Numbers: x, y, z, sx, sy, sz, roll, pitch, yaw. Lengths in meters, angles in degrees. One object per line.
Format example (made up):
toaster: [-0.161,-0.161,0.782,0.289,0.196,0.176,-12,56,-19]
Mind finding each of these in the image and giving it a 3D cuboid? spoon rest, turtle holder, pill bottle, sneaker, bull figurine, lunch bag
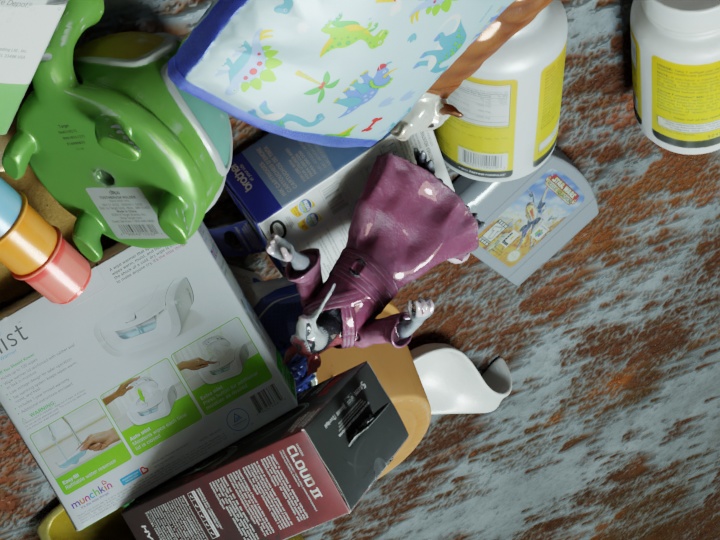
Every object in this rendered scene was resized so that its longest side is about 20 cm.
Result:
spoon rest: [0.102,0.122,1.702,0.200,0.061,0.099,7,128,-49]
turtle holder: [-0.171,-0.108,1.086,0.141,0.185,0.132,-32,-156,50]
pill bottle: [0.112,-0.174,1.280,0.112,0.112,0.200,-26,147,-16]
sneaker: [-0.059,0.103,1.335,0.080,0.115,0.200,-14,141,-28]
bull figurine: [0.063,-0.178,1.152,0.121,0.065,0.200,9,138,-42]
lunch bag: [-0.016,-0.174,0.998,0.170,0.128,0.200,-47,162,24]
pill bottle: [0.304,-0.207,1.422,0.114,0.114,0.200,-32,148,-8]

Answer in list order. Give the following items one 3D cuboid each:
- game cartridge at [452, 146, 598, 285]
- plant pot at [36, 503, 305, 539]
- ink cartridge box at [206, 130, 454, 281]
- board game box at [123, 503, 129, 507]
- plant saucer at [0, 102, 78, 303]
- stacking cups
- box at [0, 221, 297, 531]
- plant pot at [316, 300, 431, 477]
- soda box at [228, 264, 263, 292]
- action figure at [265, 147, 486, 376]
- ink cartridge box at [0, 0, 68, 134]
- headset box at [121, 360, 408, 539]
game cartridge: [0.160,-0.062,1.545,0.133,0.042,0.200,-40,148,13]
plant pot: [-0.156,0.276,1.538,0.195,0.194,0.200,-41,157,6]
ink cartridge box: [-0.031,-0.067,1.312,0.200,0.076,0.137,-36,149,-5]
board game box: [-0.162,0.117,1.343,0.104,0.023,0.201,4,112,4]
plant saucer: [-0.271,-0.036,1.158,0.200,0.035,0.201,-25,146,-18]
stacking cups: [-0.261,-0.043,1.067,0.060,0.061,0.200,-40,126,5]
box: [-0.177,0.072,1.222,0.200,0.177,0.097,-30,-172,1]
plant pot: [-0.024,0.118,1.499,0.200,0.140,0.200,-26,146,-19]
soda box: [-0.157,0.088,1.396,0.200,0.068,0.064,-48,147,17]
action figure: [0.000,0.000,1.256,0.200,0.134,0.149,-50,177,-10]
ink cartridge box: [-0.253,-0.186,0.935,0.146,0.084,0.200,1,132,-45]
headset box: [-0.064,0.155,1.219,0.200,0.077,0.149,-28,-174,26]
